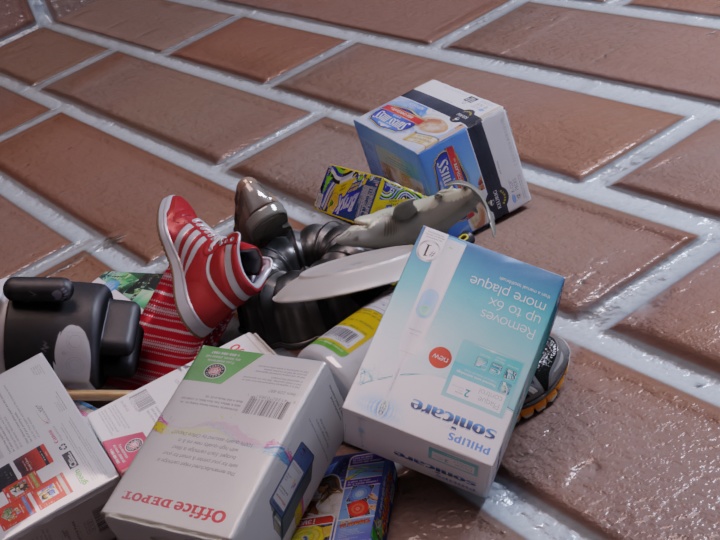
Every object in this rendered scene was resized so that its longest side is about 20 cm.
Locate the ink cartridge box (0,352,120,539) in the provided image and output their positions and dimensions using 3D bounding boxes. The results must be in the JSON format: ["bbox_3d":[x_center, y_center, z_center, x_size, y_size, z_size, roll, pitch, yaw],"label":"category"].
[{"bbox_3d":[-0.348,0.207,1.428,0.174,0.085,0.200,-27,48,-18],"label":"ink cartridge box"}]

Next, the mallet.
[{"bbox_3d":[0.062,-0.005,1.663,0.065,0.042,0.200,30,42,16],"label":"mallet"}]

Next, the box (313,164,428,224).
[{"bbox_3d":[0.010,-0.083,1.771,0.065,0.069,0.200,-68,22,2],"label":"box"}]

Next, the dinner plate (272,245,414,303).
[{"bbox_3d":[0.000,0.000,1.526,0.197,0.025,0.200,-14,7,2],"label":"dinner plate"}]

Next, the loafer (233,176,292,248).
[{"bbox_3d":[-0.126,-0.062,1.774,0.071,0.063,0.200,-30,-11,-12],"label":"loafer"}]

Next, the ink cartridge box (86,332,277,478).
[{"bbox_3d":[-0.161,0.160,1.462,0.198,0.086,0.146,-28,28,-14],"label":"ink cartridge box"}]

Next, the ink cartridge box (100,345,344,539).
[{"bbox_3d":[-0.118,0.175,1.284,0.143,0.088,0.201,5,46,29],"label":"ink cartridge box"}]

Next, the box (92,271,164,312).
[{"bbox_3d":[-0.295,0.054,1.815,0.198,0.037,0.144,3,34,36],"label":"box"}]

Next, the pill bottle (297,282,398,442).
[{"bbox_3d":[0.040,0.078,1.451,0.199,0.112,0.110,-34,30,-28],"label":"pill bottle"}]

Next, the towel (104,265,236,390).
[{"bbox_3d":[-0.211,0.059,1.669,0.143,0.022,0.202,9,63,43],"label":"towel"}]

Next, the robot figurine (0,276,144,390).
[{"bbox_3d":[-0.350,0.070,1.631,0.197,0.153,0.125,4,12,1],"label":"robot figurine"}]

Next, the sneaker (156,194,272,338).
[{"bbox_3d":[-0.166,-0.029,1.632,0.112,0.071,0.202,-34,50,17],"label":"sneaker"}]

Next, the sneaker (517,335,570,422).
[{"bbox_3d":[0.116,0.108,1.382,0.198,0.078,0.078,-26,25,-17],"label":"sneaker"}]

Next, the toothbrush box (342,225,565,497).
[{"bbox_3d":[0.085,0.082,1.307,0.145,0.086,0.202,21,65,12],"label":"toothbrush box"}]

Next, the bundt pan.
[{"bbox_3d":[-0.064,0.008,1.701,0.199,0.077,0.203,-16,26,8],"label":"bundt pan"}]

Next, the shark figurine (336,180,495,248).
[{"bbox_3d":[0.091,-0.048,1.601,0.213,0.091,0.127,-16,2,43],"label":"shark figurine"}]

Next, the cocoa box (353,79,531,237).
[{"bbox_3d":[0.100,-0.140,1.804,0.130,0.135,0.200,-27,26,-14],"label":"cocoa box"}]

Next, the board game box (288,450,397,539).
[{"bbox_3d":[-0.070,0.231,1.319,0.197,0.035,0.136,-11,28,15],"label":"board game box"}]

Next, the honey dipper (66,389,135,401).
[{"bbox_3d":[-0.251,0.138,1.579,0.197,0.038,0.038,0,30,12],"label":"honey dipper"}]

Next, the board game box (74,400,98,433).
[{"bbox_3d":[-0.345,0.197,1.575,0.134,0.035,0.199,-36,30,-29],"label":"board game box"}]
